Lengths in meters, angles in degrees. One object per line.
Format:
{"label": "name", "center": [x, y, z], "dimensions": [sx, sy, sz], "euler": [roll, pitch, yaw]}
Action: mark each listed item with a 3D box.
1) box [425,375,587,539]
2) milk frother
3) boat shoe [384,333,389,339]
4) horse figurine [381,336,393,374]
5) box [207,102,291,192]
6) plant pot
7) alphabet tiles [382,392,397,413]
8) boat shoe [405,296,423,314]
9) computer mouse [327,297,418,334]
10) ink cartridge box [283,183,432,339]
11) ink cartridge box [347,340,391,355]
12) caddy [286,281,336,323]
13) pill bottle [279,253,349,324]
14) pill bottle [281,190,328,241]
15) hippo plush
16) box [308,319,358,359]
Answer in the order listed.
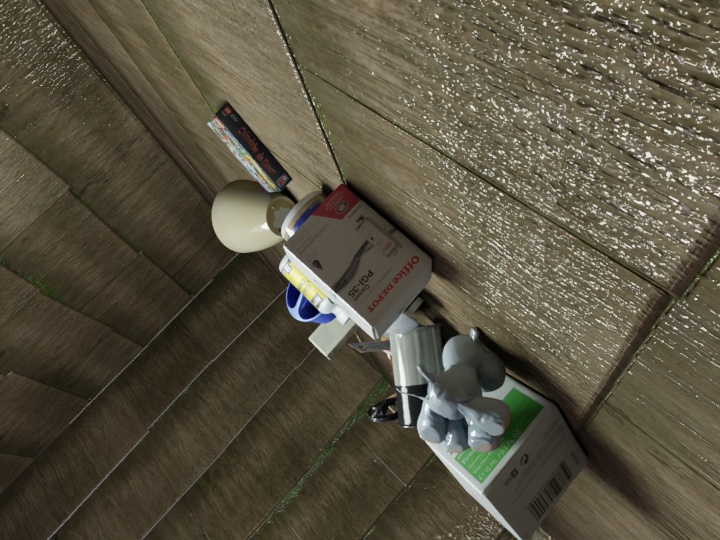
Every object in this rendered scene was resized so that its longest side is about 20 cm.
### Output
{"label": "box", "center": [0.269, 0.333, 0.953], "dimensions": [0.201, 0.199, 0.171], "euler": [52, 167, -30]}
{"label": "milk frother", "center": [0.089, 0.218, 1.075], "dimensions": [0.180, 0.196, 0.193], "euler": [21, -118, -72]}
{"label": "boat shoe", "center": [0.087, 0.137, 1.303], "dimensions": [0.070, 0.073, 0.200], "euler": [31, 180, -25]}
{"label": "horse figurine", "center": [0.094, 0.198, 1.395], "dimensions": [0.133, 0.050, 0.200], "euler": [51, -161, -8]}
{"label": "box", "center": [-0.242, -0.259, 1.119], "dimensions": [0.201, 0.038, 0.136], "euler": [49, 169, -20]}
{"label": "plant pot", "center": [-0.242, -0.134, 1.281], "dimensions": [0.198, 0.189, 0.188], "euler": [8, 144, 49]}
{"label": "alphabet tiles", "center": [0.154, 0.269, 1.173], "dimensions": [0.167, 0.197, 0.008], "euler": [24, 137, 60]}
{"label": "boat shoe", "center": [0.077, 0.077, 1.081], "dimensions": [0.060, 0.072, 0.201], "euler": [42, 161, 4]}
{"label": "computer mouse", "center": [0.027, 0.087, 1.003], "dimensions": [0.198, 0.044, 0.109], "euler": [13, 160, 49]}
{"label": "ink cartridge box", "center": [-0.001, -0.015, 0.824], "dimensions": [0.199, 0.147, 0.083], "euler": [40, 169, 17]}
{"label": "ink cartridge box", "center": [0.080, 0.197, 1.235], "dimensions": [0.161, 0.195, 0.051], "euler": [174, 91, -77]}
{"label": "caddy", "center": [-0.104, 0.037, 1.301], "dimensions": [0.140, 0.202, 0.105], "euler": [34, -178, 33]}
{"label": "pill bottle", "center": [-0.083, 0.025, 1.183], "dimensions": [0.200, 0.112, 0.112], "euler": [44, 169, 6]}
{"label": "pill bottle", "center": [-0.044, -0.043, 0.965], "dimensions": [0.200, 0.116, 0.116], "euler": [43, 169, 8]}
{"label": "hippo plush", "center": [0.165, 0.198, 0.887], "dimensions": [0.198, 0.162, 0.160], "euler": [31, 132, -1]}
{"label": "box", "center": [-0.053, 0.154, 1.495], "dimensions": [0.082, 0.200, 0.069], "euler": [40, 169, 19]}
